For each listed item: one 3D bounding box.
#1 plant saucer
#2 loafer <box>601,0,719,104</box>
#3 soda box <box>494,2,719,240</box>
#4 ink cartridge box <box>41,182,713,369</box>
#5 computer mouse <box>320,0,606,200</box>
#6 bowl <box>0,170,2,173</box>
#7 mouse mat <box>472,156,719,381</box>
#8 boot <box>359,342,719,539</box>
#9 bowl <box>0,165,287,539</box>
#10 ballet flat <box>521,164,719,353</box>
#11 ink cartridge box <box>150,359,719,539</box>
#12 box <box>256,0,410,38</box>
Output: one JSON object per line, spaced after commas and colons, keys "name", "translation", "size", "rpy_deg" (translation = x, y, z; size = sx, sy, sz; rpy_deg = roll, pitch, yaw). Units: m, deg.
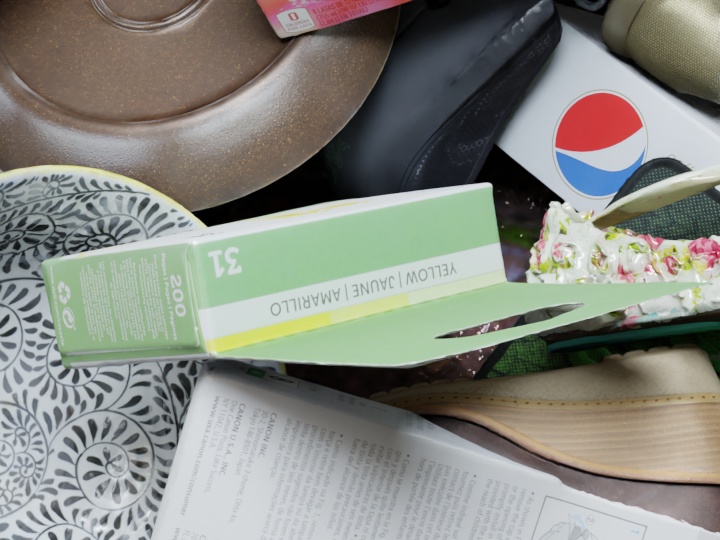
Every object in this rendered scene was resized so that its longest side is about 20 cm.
{"name": "plant saucer", "translation": [-0.084, -0.117, 0.748], "size": [0.200, 0.032, 0.201], "rpy_deg": [-4, 65, 9]}
{"name": "loafer", "translation": [0.192, -0.103, 0.765], "size": [0.200, 0.076, 0.067], "rpy_deg": [-12, 55, -32]}
{"name": "soda box", "translation": [0.140, -0.035, 0.748], "size": [0.200, 0.068, 0.064], "rpy_deg": [43, 114, 30]}
{"name": "ink cartridge box", "translation": [0.000, 0.000, 0.630], "size": [0.145, 0.048, 0.200], "rpy_deg": [-13, 4, -39]}
{"name": "computer mouse", "translation": [0.031, -0.103, 0.761], "size": [0.053, 0.200, 0.139], "rpy_deg": [7, 33, -39]}
{"name": "bowl", "translation": [-0.240, -0.008, 0.771], "size": [0.201, 0.090, 0.201], "rpy_deg": [6, 76, -26]}
{"name": "mouse mat", "translation": [0.136, 0.069, 0.683], "size": [0.200, 0.008, 0.161], "rpy_deg": [42, 101, 29]}
{"name": "boot", "translation": [0.056, 0.124, 0.660], "size": [0.200, 0.072, 0.167], "rpy_deg": [-13, 75, 14]}
{"name": "bowl", "translation": [-0.133, 0.064, 0.702], "size": [0.094, 0.201, 0.201], "rpy_deg": [-9, 45, 50]}
{"name": "ballet flat", "translation": [0.148, -0.009, 0.644], "size": [0.200, 0.076, 0.064], "rpy_deg": [-7, 83, 26]}
{"name": "ink cartridge box", "translation": [0.017, 0.136, 0.637], "size": [0.200, 0.050, 0.161], "rpy_deg": [17, 96, -2]}
{"name": "box", "translation": [0.040, -0.179, 0.672], "size": [0.200, 0.095, 0.103], "rpy_deg": [-15, 62, 11]}
